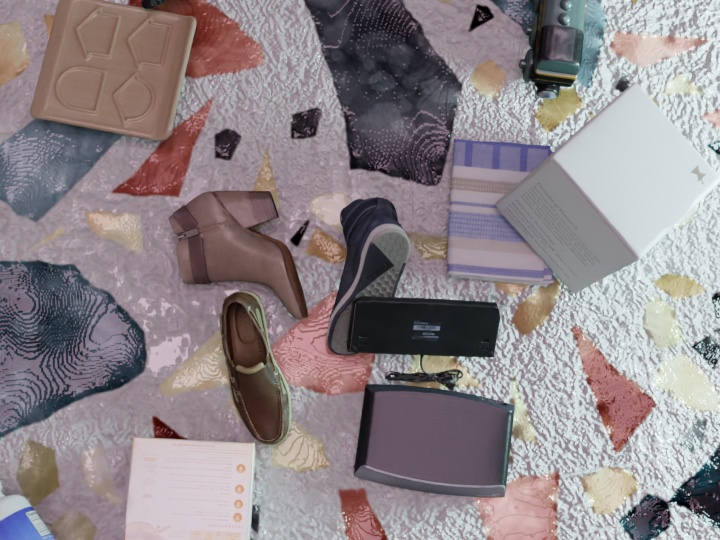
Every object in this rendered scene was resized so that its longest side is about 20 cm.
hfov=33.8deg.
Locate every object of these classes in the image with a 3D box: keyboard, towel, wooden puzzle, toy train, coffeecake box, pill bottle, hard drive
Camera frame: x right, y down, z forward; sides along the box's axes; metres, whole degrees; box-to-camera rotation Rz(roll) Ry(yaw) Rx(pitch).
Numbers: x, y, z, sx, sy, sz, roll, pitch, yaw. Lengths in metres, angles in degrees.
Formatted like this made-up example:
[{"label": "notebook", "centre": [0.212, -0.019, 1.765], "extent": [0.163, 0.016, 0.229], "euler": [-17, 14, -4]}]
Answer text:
[{"label": "keyboard", "centre": [0.080, 0.094, 1.537], "extent": [0.200, 0.021, 0.127], "euler": [4, 109, -12]}, {"label": "towel", "centre": [0.193, -0.079, 1.617], "extent": [0.147, 0.024, 0.200], "euler": [4, 76, -3]}, {"label": "wooden puzzle", "centre": [-0.336, -0.275, 1.625], "extent": [0.200, 0.046, 0.186], "euler": [9, 76, 4]}, {"label": "toy train", "centre": [0.275, -0.340, 1.638], "extent": [0.085, 0.114, 0.200], "euler": [10, 76, -1]}, {"label": "coffeecake box", "centre": [-0.213, 0.313, 1.473], "extent": [0.153, 0.073, 0.200], "euler": [3, 76, -3]}, {"label": "pill bottle", "centre": [-0.428, 0.345, 1.434], "extent": [0.112, 0.112, 0.200], "euler": [-37, 82, -11]}, {"label": "hard drive", "centre": [0.098, 0.219, 1.529], "extent": [0.200, 0.042, 0.135], "euler": [8, 79, -1]}]

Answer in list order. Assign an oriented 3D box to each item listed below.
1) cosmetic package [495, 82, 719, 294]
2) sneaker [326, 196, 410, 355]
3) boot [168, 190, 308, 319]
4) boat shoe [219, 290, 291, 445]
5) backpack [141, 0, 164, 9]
[{"label": "cosmetic package", "centre": [0.313, -0.100, 1.521], "extent": [0.167, 0.200, 0.166], "euler": [-40, 89, -20]}, {"label": "sneaker", "centre": [0.002, 0.000, 1.564], "extent": [0.077, 0.146, 0.203], "euler": [14, 116, -21]}, {"label": "boot", "centre": [-0.165, -0.012, 1.565], "extent": [0.146, 0.070, 0.200], "euler": [-18, 81, 1]}, {"label": "boat shoe", "centre": [-0.141, 0.127, 1.505], "extent": [0.075, 0.075, 0.203], "euler": [-17, 90, 4]}, {"label": "backpack", "centre": [-0.277, -0.493, 1.624], "extent": [0.200, 0.154, 0.190], "euler": [-39, 60, -12]}]
